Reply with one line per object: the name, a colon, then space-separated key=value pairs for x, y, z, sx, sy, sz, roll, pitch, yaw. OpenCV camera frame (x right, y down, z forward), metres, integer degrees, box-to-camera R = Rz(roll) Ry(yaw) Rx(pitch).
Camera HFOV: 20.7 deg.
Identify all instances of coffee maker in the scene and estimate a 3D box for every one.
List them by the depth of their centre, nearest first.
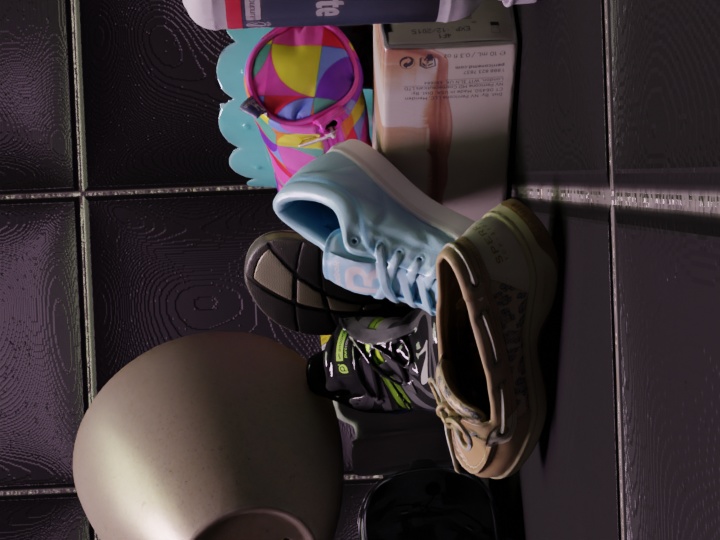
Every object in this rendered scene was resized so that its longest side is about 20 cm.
coffee maker: x=0.057 y=0.248 z=1.352 sx=0.193 sy=0.134 sz=0.200 roll=60 pitch=170 yaw=18

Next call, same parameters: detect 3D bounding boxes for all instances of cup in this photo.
cup: x=-0.093 y=0.165 z=1.386 sx=0.144 sy=0.198 sz=0.202 roll=-120 pitch=25 yaw=-58

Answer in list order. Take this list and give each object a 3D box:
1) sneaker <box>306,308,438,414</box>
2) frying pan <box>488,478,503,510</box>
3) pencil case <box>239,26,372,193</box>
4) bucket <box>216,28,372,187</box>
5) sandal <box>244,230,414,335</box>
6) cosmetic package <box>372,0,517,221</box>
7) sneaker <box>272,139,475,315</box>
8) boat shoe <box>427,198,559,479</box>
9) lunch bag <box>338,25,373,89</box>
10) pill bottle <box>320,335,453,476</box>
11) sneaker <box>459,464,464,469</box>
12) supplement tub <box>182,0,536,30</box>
sneaker: x=0.020 y=0.063 z=1.330 sx=0.199 sy=0.082 sz=0.072 roll=154 pitch=115 yaw=-63
frying pan: x=0.088 y=0.088 z=1.341 sx=0.190 sy=0.031 sz=0.116 roll=102 pitch=166 yaw=-69
pencil case: x=-0.031 y=-0.098 z=1.371 sx=0.200 sy=0.087 sz=0.089 roll=73 pitch=-166 yaw=-72
bucket: x=-0.016 y=-0.156 z=1.575 sx=0.207 sy=0.133 sz=0.210 roll=6 pitch=-90 yaw=-70
sandal: x=0.000 y=0.001 z=1.393 sx=0.080 sy=0.199 sz=0.058 roll=-59 pitch=45 yaw=31
cosmetic package: x=0.051 y=-0.100 z=1.292 sx=0.104 sy=0.086 sz=0.201 roll=-96 pitch=4 yaw=-46
sneaker: x=0.022 y=-0.002 z=1.213 sx=0.200 sy=0.082 sz=0.074 roll=38 pitch=148 yaw=38
boat shoe: x=0.064 y=0.047 z=1.114 sx=0.073 sy=0.062 sz=0.201 roll=44 pitch=147 yaw=38
lunch bag: x=0.010 y=-0.243 z=1.365 sx=0.200 sy=0.126 sz=0.171 roll=114 pitch=160 yaw=-62
pill bottle: x=0.025 y=0.049 z=1.488 sx=0.112 sy=0.111 sz=0.202 roll=100 pitch=163 yaw=-80
sneaker: x=0.068 y=0.061 z=1.564 sx=0.087 sy=0.074 sz=0.202 roll=-171 pitch=75 yaw=-65
supplement tub: x=-0.002 y=-0.207 z=1.094 sx=0.140 sy=0.198 sz=0.142 roll=177 pitch=90 yaw=-88
